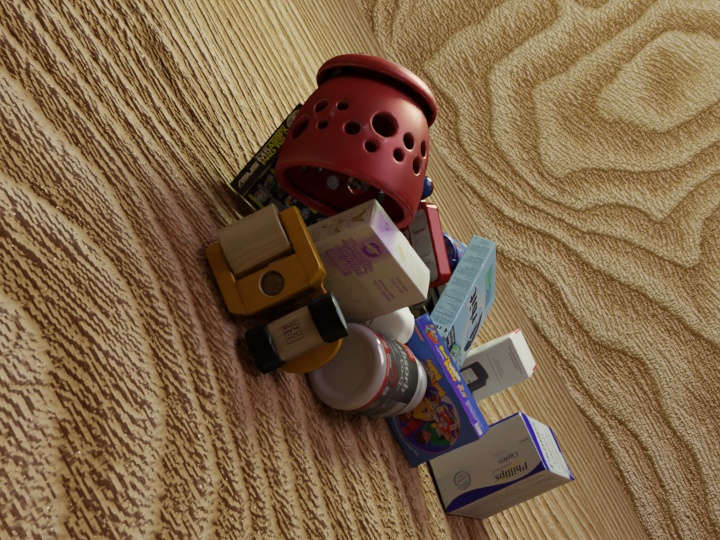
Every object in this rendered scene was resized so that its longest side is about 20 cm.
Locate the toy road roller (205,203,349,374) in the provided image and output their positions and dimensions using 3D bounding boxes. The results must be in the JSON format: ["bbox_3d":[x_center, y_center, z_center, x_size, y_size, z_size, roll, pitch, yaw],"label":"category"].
[{"bbox_3d":[-0.095,0.031,1.138,0.146,0.122,0.202,51,14,-80],"label":"toy road roller"}]

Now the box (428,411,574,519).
[{"bbox_3d":[0.238,0.333,1.537,0.200,0.182,0.106,33,32,-60],"label":"box"}]

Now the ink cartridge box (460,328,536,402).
[{"bbox_3d":[0.214,0.191,1.681,0.085,0.198,0.145,65,16,5],"label":"ink cartridge box"}]

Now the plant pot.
[{"bbox_3d":[0.004,-0.176,1.228,0.200,0.198,0.185,39,67,-53],"label":"plant pot"}]

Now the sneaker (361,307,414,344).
[{"bbox_3d":[-0.006,0.050,1.382,0.199,0.077,0.080,33,8,30],"label":"sneaker"}]

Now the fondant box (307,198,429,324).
[{"bbox_3d":[-0.027,0.004,1.228,0.145,0.198,0.059,50,33,-32],"label":"fondant box"}]

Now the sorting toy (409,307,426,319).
[{"bbox_3d":[0.063,0.092,1.613,0.202,0.069,0.198,64,16,8],"label":"sorting toy"}]

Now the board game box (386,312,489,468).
[{"bbox_3d":[0.092,0.186,1.408,0.202,0.134,0.045,62,31,2],"label":"board game box"}]

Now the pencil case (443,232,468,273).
[{"bbox_3d":[0.157,-0.017,1.587,0.087,0.078,0.200,39,9,20],"label":"pencil case"}]

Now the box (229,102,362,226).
[{"bbox_3d":[-0.079,-0.128,1.370,0.044,0.161,0.200,40,-1,43],"label":"box"}]

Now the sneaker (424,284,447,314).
[{"bbox_3d":[0.153,0.069,1.673,0.080,0.073,0.202,35,31,-62],"label":"sneaker"}]

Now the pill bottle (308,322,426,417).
[{"bbox_3d":[0.017,0.146,1.285,0.200,0.115,0.117,28,36,-63],"label":"pill bottle"}]

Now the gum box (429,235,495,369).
[{"bbox_3d":[0.168,0.072,1.516,0.201,0.044,0.171,-58,156,-29],"label":"gum box"}]

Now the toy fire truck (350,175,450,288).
[{"bbox_3d":[0.060,-0.064,1.340,0.111,0.167,0.203,-3,79,-38],"label":"toy fire truck"}]

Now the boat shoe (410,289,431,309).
[{"bbox_3d":[0.072,-0.031,1.600,0.060,0.073,0.202,43,31,-58],"label":"boat shoe"}]
